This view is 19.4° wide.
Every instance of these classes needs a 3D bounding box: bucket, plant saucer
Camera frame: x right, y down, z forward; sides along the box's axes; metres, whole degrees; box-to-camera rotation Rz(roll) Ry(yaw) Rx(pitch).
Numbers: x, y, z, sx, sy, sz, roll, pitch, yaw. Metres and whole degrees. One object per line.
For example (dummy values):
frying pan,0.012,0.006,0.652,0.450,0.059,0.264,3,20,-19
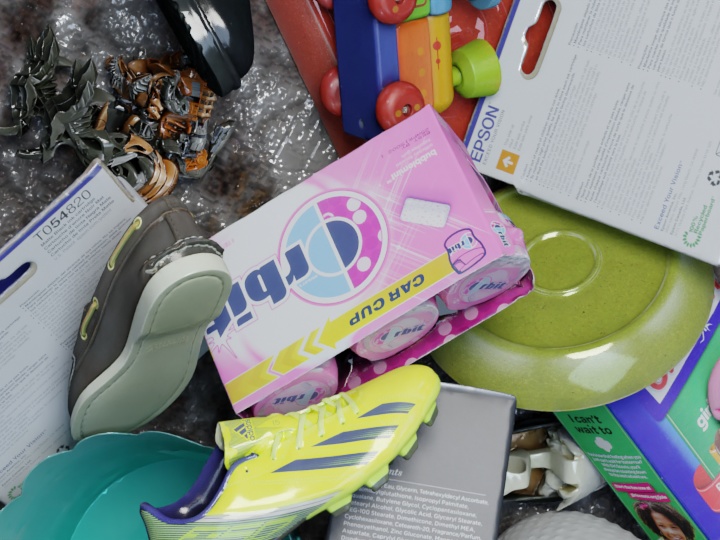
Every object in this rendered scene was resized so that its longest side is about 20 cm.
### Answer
bucket,-0.127,0.203,1.334,0.205,0.135,0.210,-1,81,9
plant saucer,0.058,-0.157,1.400,0.199,0.037,0.201,-29,108,-8
plant saucer,0.131,0.003,1.375,0.198,0.201,0.031,-24,139,-9

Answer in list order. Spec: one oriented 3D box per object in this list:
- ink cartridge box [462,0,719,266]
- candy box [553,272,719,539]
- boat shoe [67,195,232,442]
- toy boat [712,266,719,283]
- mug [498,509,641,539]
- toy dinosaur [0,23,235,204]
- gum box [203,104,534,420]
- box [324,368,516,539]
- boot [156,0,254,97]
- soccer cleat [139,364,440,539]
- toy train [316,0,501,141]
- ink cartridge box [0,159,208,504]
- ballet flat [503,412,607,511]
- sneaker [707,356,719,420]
ink cartridge box,0.184,-0.126,1.357,0.199,0.041,0.201,23,96,27
candy box,0.224,0.076,1.445,0.200,0.077,0.169,50,61,-19
boat shoe,-0.134,0.033,1.262,0.071,0.202,0.061,-9,61,-34
toy boat,0.321,-0.058,1.415,0.199,0.130,0.132,-27,99,-45
mug,0.156,0.268,1.447,0.146,0.175,0.202,-17,111,-10
toy dinosaur,-0.150,-0.082,1.335,0.135,0.102,0.202,33,70,-36
gum box,0.000,0.000,1.272,0.199,0.114,0.066,-31,151,11
box,0.031,0.181,1.336,0.106,0.149,0.202,8,77,3
boot,-0.062,-0.225,1.295,0.167,0.077,0.201,-26,69,-6
soccer cleat,-0.040,0.110,1.236,0.199,0.065,0.084,-37,97,-9
toy train,0.041,-0.115,1.353,0.115,0.084,0.202,-16,111,-29
ink cartridge box,-0.196,0.038,1.314,0.199,0.041,0.200,-41,142,-4
ballet flat,0.120,0.138,1.465,0.198,0.068,0.069,-10,106,-13
sneaker,0.310,0.133,1.399,0.079,0.095,0.201,-46,114,-31
